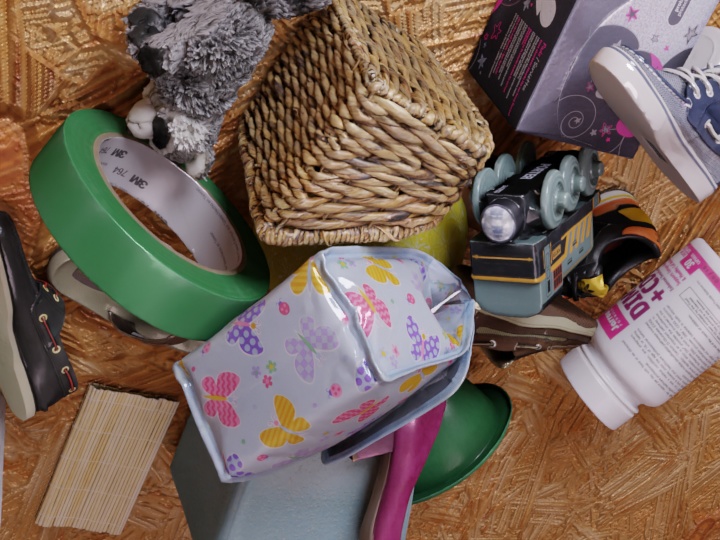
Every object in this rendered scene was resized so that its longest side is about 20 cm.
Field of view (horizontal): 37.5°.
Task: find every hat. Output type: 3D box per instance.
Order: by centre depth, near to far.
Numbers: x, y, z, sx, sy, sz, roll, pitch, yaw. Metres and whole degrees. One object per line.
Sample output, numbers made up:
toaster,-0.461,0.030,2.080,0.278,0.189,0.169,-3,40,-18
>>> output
hat,0.046,0.111,1.066,0.198,0.166,0.177,-31,111,20

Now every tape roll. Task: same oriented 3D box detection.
tape roll,-0.158,-0.037,0.817,0.199,0.202,0.048,32,112,-36

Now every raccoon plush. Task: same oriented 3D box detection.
raccoon plush,-0.089,-0.147,0.810,0.197,0.098,0.135,-8,136,9

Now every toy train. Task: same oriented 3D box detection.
toy train,0.149,-0.040,0.887,0.084,0.200,0.116,4,110,27

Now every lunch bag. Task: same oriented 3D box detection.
lunch bag,-0.011,0.070,0.812,0.169,0.128,0.199,-35,166,26

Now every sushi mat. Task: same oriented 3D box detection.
sushi mat,-0.261,0.198,1.085,0.094,0.012,0.202,12,121,-28

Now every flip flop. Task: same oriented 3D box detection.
flip flop,-0.188,0.035,0.955,0.199,0.058,0.081,28,113,-34

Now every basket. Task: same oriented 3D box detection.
basket,0.002,-0.098,0.824,0.141,0.201,0.150,26,113,-27

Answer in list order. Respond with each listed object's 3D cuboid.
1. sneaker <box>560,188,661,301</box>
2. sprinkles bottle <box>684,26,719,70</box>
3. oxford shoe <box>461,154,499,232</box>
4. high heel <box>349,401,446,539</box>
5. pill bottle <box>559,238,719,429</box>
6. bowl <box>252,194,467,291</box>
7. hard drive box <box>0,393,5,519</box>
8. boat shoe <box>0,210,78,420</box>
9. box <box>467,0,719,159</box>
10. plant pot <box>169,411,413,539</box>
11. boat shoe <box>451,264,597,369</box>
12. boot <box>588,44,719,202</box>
sneaker,0.200,0.000,1.044,0.198,0.090,0.070,-31,130,5
sprinkles bottle,0.360,-0.146,1.003,0.068,0.069,0.199,-43,128,16
oxford shoe,0.117,-0.063,0.987,0.199,0.072,0.071,35,130,-24
high heel,0.045,0.213,0.937,0.095,0.067,0.204,-9,100,-11
pill bottle,0.317,0.071,1.125,0.200,0.114,0.113,-42,128,14
bowl,0.000,0.000,0.930,0.196,0.109,0.202,0,135,0
hard drive box,-0.373,0.108,0.883,0.076,0.157,0.202,-18,129,-3
boat shoe,-0.293,0.034,0.917,0.063,0.073,0.204,-28,129,-33
box,0.198,-0.212,0.863,0.130,0.115,0.202,9,123,-25
plant pot,-0.056,0.160,1.021,0.193,0.196,0.203,8,109,-24
boat shoe,0.136,0.050,0.964,0.200,0.075,0.076,16,107,-41
boot,0.253,-0.138,0.831,0.090,0.073,0.199,-47,139,7
